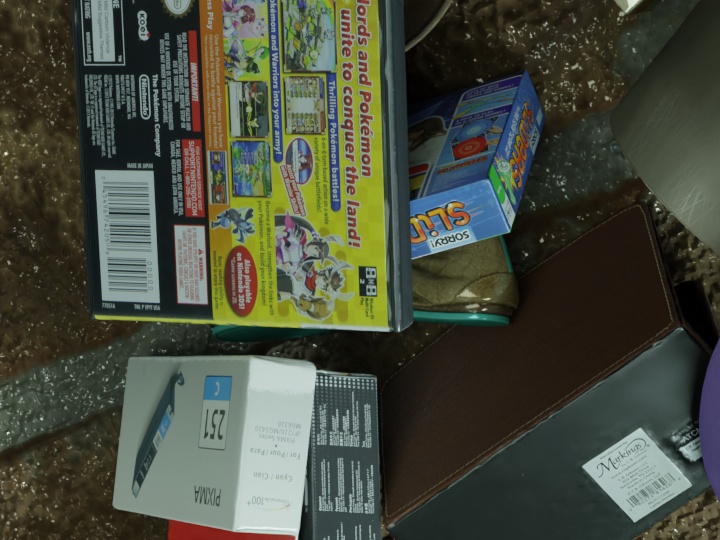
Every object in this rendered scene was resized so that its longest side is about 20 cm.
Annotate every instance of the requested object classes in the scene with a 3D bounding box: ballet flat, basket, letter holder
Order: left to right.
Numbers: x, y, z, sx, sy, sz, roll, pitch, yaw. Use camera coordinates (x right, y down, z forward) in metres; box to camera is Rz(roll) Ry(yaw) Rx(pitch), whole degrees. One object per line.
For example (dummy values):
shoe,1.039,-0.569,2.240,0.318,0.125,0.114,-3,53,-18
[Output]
ballet flat,0.000,0.000,1.203,0.198,0.068,0.073,-5,79,31
letter holder,0.115,0.076,1.166,0.199,0.143,0.101,-36,118,18
basket,0.233,-0.108,1.046,0.200,0.180,0.137,-46,48,22

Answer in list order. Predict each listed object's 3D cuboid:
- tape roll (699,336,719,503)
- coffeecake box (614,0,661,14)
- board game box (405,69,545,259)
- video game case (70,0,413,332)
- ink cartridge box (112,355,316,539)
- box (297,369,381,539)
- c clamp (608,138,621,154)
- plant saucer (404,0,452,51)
tape roll,0.278,0.080,1.055,0.198,0.085,0.202,-4,110,-11
coffeecake box,0.141,-0.262,1.101,0.153,0.073,0.200,-41,85,20
board game box,-0.003,-0.043,1.159,0.198,0.136,0.035,-15,116,23
video game case,-0.063,-0.071,1.087,0.179,0.025,0.202,2,101,20
ink cartridge box,-0.089,0.138,1.185,0.044,0.200,0.178,7,84,-25
box,-0.040,0.170,1.176,0.160,0.044,0.202,152,120,-61
c clamp,0.249,-0.007,1.132,0.169,0.027,0.202,-21,88,16
plant saucer,-0.039,-0.189,1.154,0.198,0.037,0.202,3,69,-9
